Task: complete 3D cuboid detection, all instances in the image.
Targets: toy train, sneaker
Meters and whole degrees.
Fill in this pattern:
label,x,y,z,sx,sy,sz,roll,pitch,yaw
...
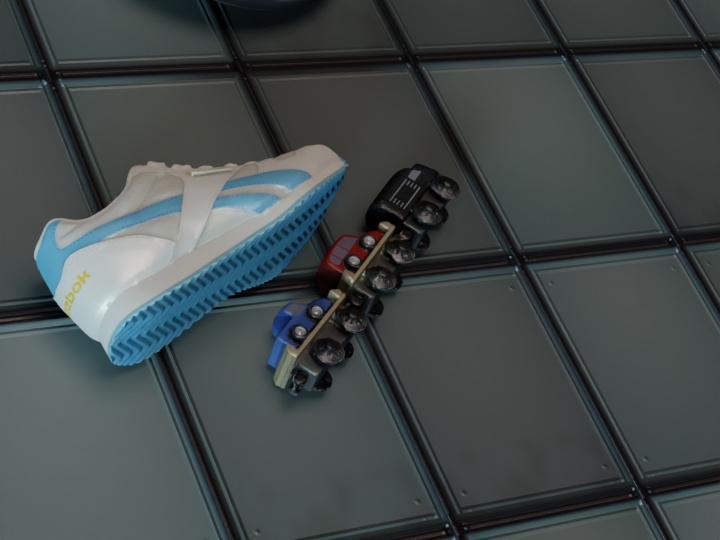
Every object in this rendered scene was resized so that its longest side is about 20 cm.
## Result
label,x,y,z,sx,sy,sz,roll,pitch,yaw
toy train,0.000,0.000,1.039,0.046,0.034,0.200,30,45,6
sneaker,-0.084,-0.029,0.995,0.081,0.077,0.200,43,45,16

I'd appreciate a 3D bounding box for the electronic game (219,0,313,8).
label,x,y,z,sx,sy,sz,roll,pitch,yaw
electronic game,-0.096,-0.245,1.187,0.200,0.042,0.200,20,44,-21
